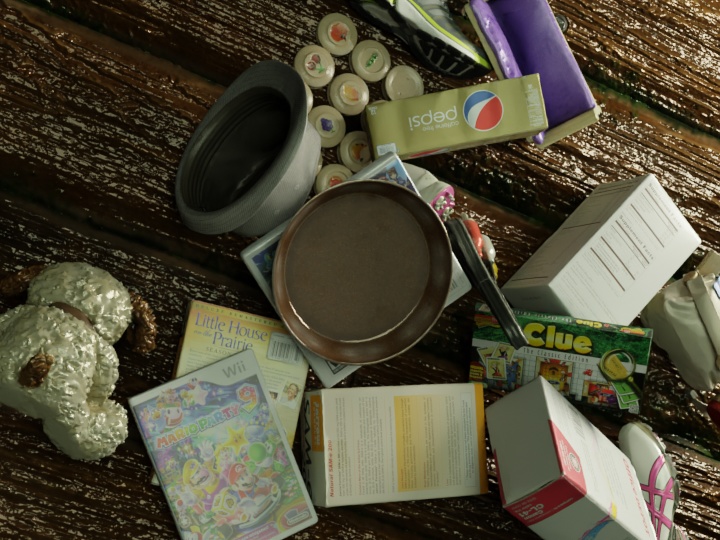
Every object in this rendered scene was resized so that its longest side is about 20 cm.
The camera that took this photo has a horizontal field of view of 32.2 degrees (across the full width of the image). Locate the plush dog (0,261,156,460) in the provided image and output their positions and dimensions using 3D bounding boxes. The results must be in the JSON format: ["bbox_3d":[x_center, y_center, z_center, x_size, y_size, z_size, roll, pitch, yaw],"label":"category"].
[{"bbox_3d":[-0.297,0.064,1.235,0.199,0.161,0.172,23,53,-4],"label":"plush dog"}]

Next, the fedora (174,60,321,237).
[{"bbox_3d":[-0.106,-0.115,1.337,0.090,0.177,0.201,35,84,-43],"label":"fedora"}]

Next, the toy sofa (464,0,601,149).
[{"bbox_3d":[0.205,-0.252,1.478,0.083,0.098,0.201,-25,93,20],"label":"toy sofa"}]

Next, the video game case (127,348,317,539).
[{"bbox_3d":[-0.143,0.201,1.317,0.143,0.018,0.201,-22,92,-20],"label":"video game case"}]

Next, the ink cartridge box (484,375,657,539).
[{"bbox_3d":[0.234,0.235,1.388,0.200,0.085,0.148,43,25,-33],"label":"ink cartridge box"}]

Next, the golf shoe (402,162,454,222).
[{"bbox_3d":[0.015,-0.041,1.419,0.200,0.075,0.091,-43,67,-12],"label":"golf shoe"}]

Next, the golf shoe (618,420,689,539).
[{"bbox_3d":[0.335,0.283,1.495,0.092,0.073,0.201,-10,88,-20],"label":"golf shoe"}]

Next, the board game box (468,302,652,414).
[{"bbox_3d":[0.224,0.100,1.419,0.199,0.023,0.105,8,117,12],"label":"board game box"}]

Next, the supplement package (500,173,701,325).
[{"bbox_3d":[0.286,-0.006,1.485,0.200,0.114,0.110,-44,104,-19],"label":"supplement package"}]

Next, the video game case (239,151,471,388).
[{"bbox_3d":[-0.002,0.000,1.354,0.200,0.023,0.183,-34,110,-7],"label":"video game case"}]

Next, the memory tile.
[{"bbox_3d":[-0.027,-0.185,1.439,0.153,0.017,0.200,38,72,-13],"label":"memory tile"}]

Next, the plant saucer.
[{"bbox_3d":[0.000,0.000,1.324,0.199,0.034,0.202,-4,104,-16],"label":"plant saucer"}]

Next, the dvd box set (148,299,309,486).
[{"bbox_3d":[-0.137,0.145,1.350,0.146,0.029,0.201,14,80,-18],"label":"dvd box set"}]

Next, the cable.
[{"bbox_3d":[0.145,0.002,1.388,0.050,0.200,0.097,-28,124,-2],"label":"cable"}]

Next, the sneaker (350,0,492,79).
[{"bbox_3d":[0.082,-0.301,1.466,0.200,0.074,0.081,37,69,-16],"label":"sneaker"}]

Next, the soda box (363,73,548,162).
[{"bbox_3d":[0.106,-0.169,1.410,0.199,0.068,0.064,-10,90,-2],"label":"soda box"}]

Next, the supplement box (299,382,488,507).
[{"bbox_3d":[0.037,0.192,1.389,0.199,0.073,0.127,1,83,-23],"label":"supplement box"}]

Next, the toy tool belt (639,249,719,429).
[{"bbox_3d":[0.446,0.085,1.535,0.123,0.125,0.201,-35,98,-12],"label":"toy tool belt"}]
